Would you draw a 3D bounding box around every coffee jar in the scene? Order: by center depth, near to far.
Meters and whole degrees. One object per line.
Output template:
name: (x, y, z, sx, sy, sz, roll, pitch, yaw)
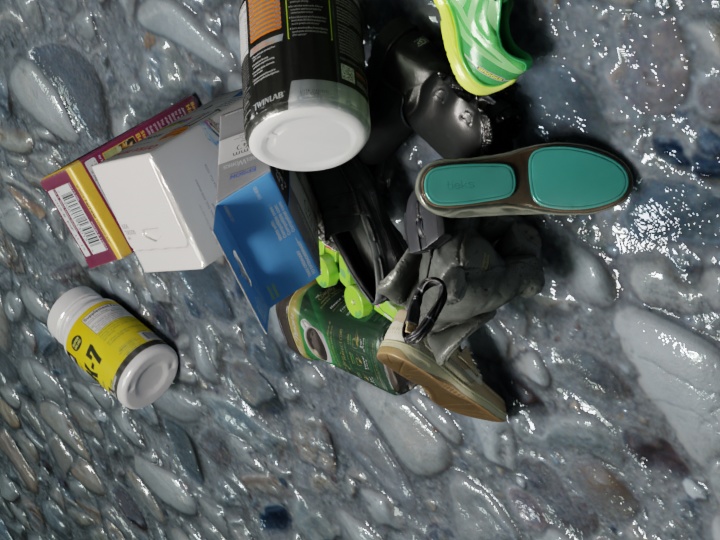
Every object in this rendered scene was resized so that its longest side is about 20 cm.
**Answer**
coffee jar: (-0.012, 0.070, 1.716, 0.200, 0.085, 0.104, 19, 136, 42)

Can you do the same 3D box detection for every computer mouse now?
computer mouse: (0.057, -0.016, 1.363, 0.059, 0.200, 0.034, -26, 129, 32)

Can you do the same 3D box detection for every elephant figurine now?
elephant figurine: (0.090, 0.024, 1.473, 0.200, 0.155, 0.142, -48, 45, 45)

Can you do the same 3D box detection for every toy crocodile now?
toy crocodile: (0.000, 0.000, 1.633, 0.200, 0.067, 0.062, 40, 140, 49)

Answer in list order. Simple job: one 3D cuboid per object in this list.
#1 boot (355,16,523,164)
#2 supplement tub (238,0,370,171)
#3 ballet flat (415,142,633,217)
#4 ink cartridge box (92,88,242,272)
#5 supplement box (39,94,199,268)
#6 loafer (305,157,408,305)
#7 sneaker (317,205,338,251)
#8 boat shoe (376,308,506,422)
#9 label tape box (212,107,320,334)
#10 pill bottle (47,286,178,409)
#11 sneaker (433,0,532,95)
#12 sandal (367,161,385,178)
boot: (0.072, -0.141, 1.432, 0.162, 0.073, 0.198, 41, 143, 19)
supplement tub: (-0.056, -0.208, 1.405, 0.123, 0.122, 0.201, 127, 144, -57)
ballet flat: (0.151, -0.082, 1.343, 0.064, 0.199, 0.068, 18, -110, -82)
ink cartridge box: (-0.171, -0.107, 1.660, 0.147, 0.200, 0.145, -5, 115, 54)
supplement box: (-0.271, -0.110, 1.788, 0.103, 0.200, 0.131, -13, 108, 57)
loafer: (-0.011, -0.057, 1.535, 0.068, 0.070, 0.201, -25, 96, 48)
sneaker: (-0.056, -0.112, 1.614, 0.074, 0.079, 0.200, -30, 100, 14)
boat shoe: (0.100, 0.108, 1.586, 0.072, 0.065, 0.200, -1, 152, 48)
label tape box: (-0.093, -0.057, 1.468, 0.200, 0.063, 0.144, -94, -16, -51)
pill bottle: (-0.385, 0.115, 2.227, 0.200, 0.114, 0.114, 35, 143, 30)
sneaker: (0.104, -0.261, 1.297, 0.083, 0.074, 0.200, -14, 104, 27)
sandal: (-0.023, -0.185, 1.540, 0.076, 0.043, 0.201, 17, 132, 45)
